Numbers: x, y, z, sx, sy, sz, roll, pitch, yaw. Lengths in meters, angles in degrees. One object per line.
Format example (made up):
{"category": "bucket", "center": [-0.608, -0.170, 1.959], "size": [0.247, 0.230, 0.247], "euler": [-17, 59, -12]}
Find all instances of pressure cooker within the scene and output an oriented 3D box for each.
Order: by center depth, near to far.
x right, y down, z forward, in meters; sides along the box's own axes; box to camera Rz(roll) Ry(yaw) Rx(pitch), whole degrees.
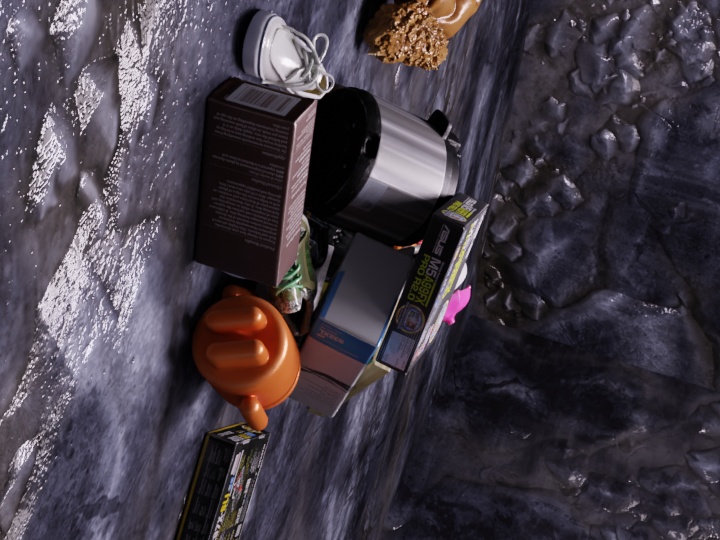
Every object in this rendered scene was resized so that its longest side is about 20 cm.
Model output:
{"category": "pressure cooker", "center": [0.028, -0.122, 1.581], "size": [0.175, 0.199, 0.180], "euler": [-17, -119, 49]}

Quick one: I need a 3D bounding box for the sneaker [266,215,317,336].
{"category": "sneaker", "center": [-0.083, 0.004, 1.443], "size": [0.201, 0.076, 0.089], "euler": [72, 2, -51]}

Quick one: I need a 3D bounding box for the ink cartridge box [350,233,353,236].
{"category": "ink cartridge box", "center": [0.012, -0.095, 1.905], "size": [0.059, 0.103, 0.201], "euler": [-59, 162, -53]}

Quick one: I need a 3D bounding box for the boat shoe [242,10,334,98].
{"category": "boat shoe", "center": [-0.068, -0.226, 1.359], "size": [0.202, 0.086, 0.075], "euler": [45, 63, -78]}

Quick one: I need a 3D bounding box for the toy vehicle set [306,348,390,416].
{"category": "toy vehicle set", "center": [-0.007, 0.116, 1.726], "size": [0.200, 0.026, 0.125], "euler": [-40, -150, 51]}

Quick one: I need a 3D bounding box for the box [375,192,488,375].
{"category": "box", "center": [0.090, 0.013, 1.522], "size": [0.201, 0.044, 0.160], "euler": [-69, 169, 16]}

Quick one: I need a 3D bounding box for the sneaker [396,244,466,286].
{"category": "sneaker", "center": [0.094, 0.001, 1.668], "size": [0.199, 0.087, 0.075], "euler": [-5, 72, -55]}

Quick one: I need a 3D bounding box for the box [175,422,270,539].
{"category": "box", "center": [-0.189, 0.311, 1.656], "size": [0.160, 0.049, 0.201], "euler": [9, 98, -76]}

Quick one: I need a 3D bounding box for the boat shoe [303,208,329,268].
{"category": "boat shoe", "center": [-0.089, -0.062, 1.487], "size": [0.200, 0.090, 0.071], "euler": [71, 37, -71]}

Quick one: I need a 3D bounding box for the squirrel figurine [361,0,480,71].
{"category": "squirrel figurine", "center": [0.082, -0.387, 1.753], "size": [0.187, 0.141, 0.201], "euler": [25, 79, -72]}

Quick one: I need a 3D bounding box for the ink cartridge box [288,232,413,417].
{"category": "ink cartridge box", "center": [-0.021, 0.072, 1.560], "size": [0.200, 0.083, 0.146], "euler": [119, -6, -53]}

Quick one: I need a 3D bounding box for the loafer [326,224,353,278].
{"category": "loafer", "center": [0.000, 0.000, 1.739], "size": [0.068, 0.200, 0.071], "euler": [-57, 173, -51]}

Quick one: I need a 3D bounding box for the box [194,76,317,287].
{"category": "box", "center": [-0.112, -0.093, 1.309], "size": [0.075, 0.099, 0.201], "euler": [-55, 160, -57]}

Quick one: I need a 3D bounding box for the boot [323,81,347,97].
{"category": "boot", "center": [-0.022, -0.202, 1.683], "size": [0.200, 0.073, 0.076], "euler": [59, 55, -79]}

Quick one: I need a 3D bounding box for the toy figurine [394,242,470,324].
{"category": "toy figurine", "center": [0.087, -0.007, 1.812], "size": [0.150, 0.184, 0.200], "euler": [-34, 133, 0]}

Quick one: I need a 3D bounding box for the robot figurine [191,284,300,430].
{"category": "robot figurine", "center": [-0.131, 0.098, 1.454], "size": [0.117, 0.144, 0.200], "euler": [-43, 162, -9]}

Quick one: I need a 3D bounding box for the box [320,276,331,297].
{"category": "box", "center": [-0.074, 0.064, 1.800], "size": [0.050, 0.075, 0.201], "euler": [73, 37, -69]}

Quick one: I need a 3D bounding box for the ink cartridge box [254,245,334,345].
{"category": "ink cartridge box", "center": [-0.103, 0.051, 1.647], "size": [0.116, 0.066, 0.201], "euler": [19, 87, -80]}
